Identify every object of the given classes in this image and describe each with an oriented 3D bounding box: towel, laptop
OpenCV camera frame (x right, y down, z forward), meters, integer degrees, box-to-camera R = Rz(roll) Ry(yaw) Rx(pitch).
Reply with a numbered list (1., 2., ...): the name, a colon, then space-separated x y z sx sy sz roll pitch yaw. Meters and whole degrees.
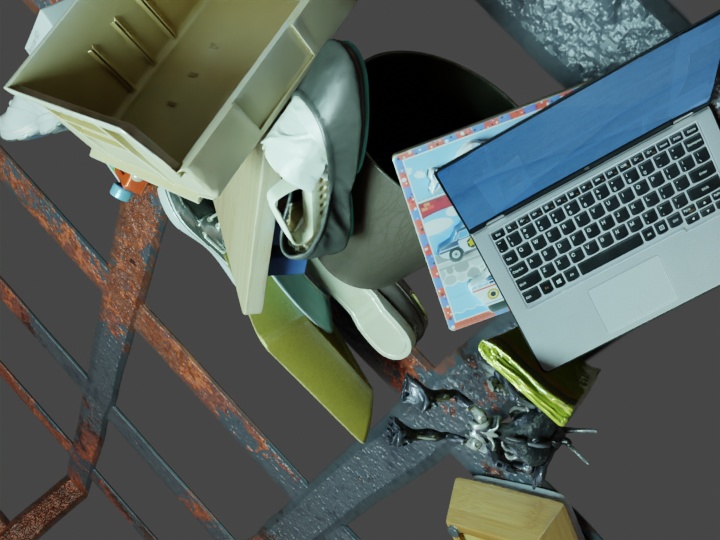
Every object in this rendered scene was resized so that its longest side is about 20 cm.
1. towel: 0.157 0.077 0.697 0.086 0.200 0.018 43 106 15
2. laptop: 0.170 -0.034 0.540 0.186 0.116 0.201 -28 105 9

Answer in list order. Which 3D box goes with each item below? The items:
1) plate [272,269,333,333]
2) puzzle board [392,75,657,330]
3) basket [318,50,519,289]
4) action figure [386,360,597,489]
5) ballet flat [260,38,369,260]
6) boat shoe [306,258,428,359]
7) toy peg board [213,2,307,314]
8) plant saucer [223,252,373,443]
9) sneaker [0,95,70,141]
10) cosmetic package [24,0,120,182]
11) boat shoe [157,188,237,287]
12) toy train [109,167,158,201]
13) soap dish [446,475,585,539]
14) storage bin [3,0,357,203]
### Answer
1. plate: -0.083 -0.018 0.918 0.201 0.026 0.200 53 -176 -5
2. puzzle board: 0.139 -0.050 0.607 0.017 0.198 0.152 -102 -9 -65
3. basket: 0.037 -0.069 0.726 0.179 0.137 0.200 24 152 -10
4. action figure: 0.133 0.149 0.845 0.198 0.102 0.120 10 108 -8
5. ballet flat: -0.034 -0.073 0.608 0.068 0.068 0.201 51 154 31
6. boat shoe: 0.000 0.000 0.886 0.201 0.060 0.072 52 134 -5
7. toy peg board: -0.071 -0.103 0.753 0.201 0.097 0.200 103 154 -43
8. plant saucer: -0.061 0.073 0.945 0.200 0.048 0.200 51 -177 -35
9. sneaker: -0.467 -0.237 1.199 0.199 0.074 0.088 -3 108 41
10. cosmetic package: -0.305 -0.223 1.004 0.201 0.085 0.107 55 148 -8
11. boat shoe: -0.166 -0.053 1.023 0.200 0.071 0.064 48 146 -10
12. toy train: -0.212 -0.173 0.889 0.055 0.201 0.150 22 -171 -36
13. soap dish: 0.194 0.345 0.970 0.157 0.081 0.201 0 120 48
14. storage bin: -0.135 -0.172 0.630 0.198 0.201 0.094 23 164 42
